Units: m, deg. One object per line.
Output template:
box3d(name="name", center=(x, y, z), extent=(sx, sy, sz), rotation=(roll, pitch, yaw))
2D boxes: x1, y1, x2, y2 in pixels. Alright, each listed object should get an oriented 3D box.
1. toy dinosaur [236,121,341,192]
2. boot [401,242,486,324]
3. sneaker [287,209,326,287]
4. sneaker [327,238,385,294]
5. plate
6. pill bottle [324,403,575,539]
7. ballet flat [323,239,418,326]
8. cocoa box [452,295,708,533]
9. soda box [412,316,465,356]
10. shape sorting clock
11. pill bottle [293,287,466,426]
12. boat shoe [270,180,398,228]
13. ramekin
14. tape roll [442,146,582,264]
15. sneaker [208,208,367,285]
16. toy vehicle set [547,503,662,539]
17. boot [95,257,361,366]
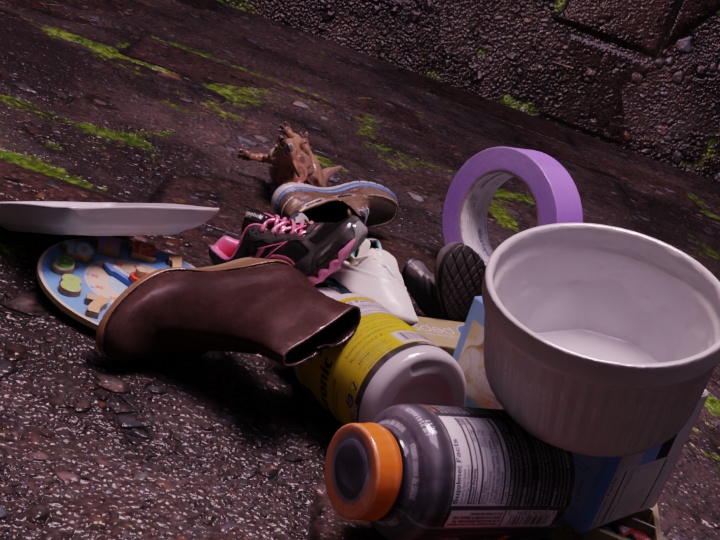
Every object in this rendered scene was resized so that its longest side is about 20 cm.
box3d(name="toy dinosaur", center=(-0.089, -0.143, 1.677), extent=(0.199, 0.086, 0.136), rotation=(24, 21, -50))
box3d(name="boot", center=(0.092, 0.021, 1.328), extent=(0.070, 0.201, 0.131), rotation=(-40, 49, -16))
box3d(name="sneaker", center=(-0.077, -0.005, 1.362), extent=(0.083, 0.072, 0.200), rotation=(42, 17, -11))
box3d(name="sneaker", center=(0.005, 0.000, 1.356), extent=(0.076, 0.092, 0.201), rotation=(17, 19, -11))
box3d(name="plate", center=(-0.285, -0.056, 1.218), extent=(0.198, 0.033, 0.198), rotation=(5, 6, 41))
box3d(name="pill bottle", center=(0.069, 0.161, 0.908), extent=(0.197, 0.108, 0.106), rotation=(9, 22, -36))
box3d(name="ballet flat", center=(0.000, 0.000, 1.203), extent=(0.069, 0.071, 0.199), rotation=(6, 12, -35))
box3d(name="cocoa box", center=(0.190, 0.123, 1.065), extent=(0.130, 0.135, 0.199), rotation=(-4, 30, -45))
box3d(name="soda box", center=(0.089, 0.095, 1.232), extent=(0.197, 0.065, 0.068), rotation=(9, 22, -32))
box3d(name="shape sorting clock", center=(-0.227, 0.016, 1.154), extent=(0.197, 0.040, 0.200), rotation=(18, 19, -6))
box3d(name="pill bottle", center=(0.003, 0.089, 1.074), extent=(0.110, 0.113, 0.199), rotation=(7, 16, -33))
box3d(name="boat shoe", center=(-0.025, -0.076, 1.582), extent=(0.197, 0.073, 0.072), rotation=(-3, 33, -30))
box3d(name="ramekin", center=(0.190, 0.058, 0.924), extent=(0.196, 0.107, 0.201), rotation=(4, 33, -3))
box3d(name="tape roll", center=(0.208, -0.067, 1.582), extent=(0.065, 0.203, 0.199), rotation=(0, 27, -47))
box3d(name="sneaker", center=(-0.082, -0.025, 1.178), extent=(0.096, 0.198, 0.079), rotation=(61, 35, -9))
box3d(name="toy vehicle set", center=(0.185, 0.211, 1.073), extent=(0.197, 0.027, 0.124), rotation=(22, 19, 2))
box3d(name="boot", center=(-0.119, 0.046, 1.020), extent=(0.198, 0.074, 0.165), rotation=(-25, 32, -33))
